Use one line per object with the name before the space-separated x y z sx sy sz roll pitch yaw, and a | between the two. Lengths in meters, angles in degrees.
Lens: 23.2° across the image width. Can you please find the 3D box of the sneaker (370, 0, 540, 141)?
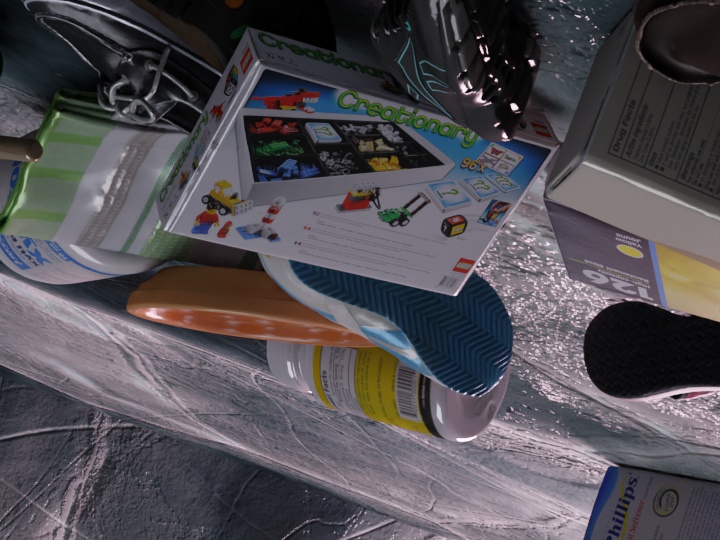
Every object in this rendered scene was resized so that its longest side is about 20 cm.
sneaker | 0.038 -0.120 0.880 0.079 0.075 0.200 20 166 16

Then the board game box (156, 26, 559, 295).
board game box | -0.001 -0.057 1.005 0.200 0.126 0.035 13 -143 -29

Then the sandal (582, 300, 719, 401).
sandal | 0.242 0.063 1.278 0.045 0.075 0.200 18 169 -38

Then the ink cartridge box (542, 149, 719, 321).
ink cartridge box | 0.224 0.001 1.122 0.197 0.047 0.200 16 163 20

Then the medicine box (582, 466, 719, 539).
medicine box | 0.377 0.300 1.892 0.182 0.103 0.200 33 162 -37

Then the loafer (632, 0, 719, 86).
loafer | 0.182 -0.101 0.739 0.073 0.071 0.200 29 165 -26

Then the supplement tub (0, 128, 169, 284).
supplement tub | -0.214 -0.057 1.375 0.132 0.132 0.200 28 164 -22

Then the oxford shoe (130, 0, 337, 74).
oxford shoe | -0.080 -0.153 0.977 0.084 0.073 0.200 33 174 39

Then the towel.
towel | -0.138 -0.054 1.226 0.200 0.031 0.149 8 138 -25

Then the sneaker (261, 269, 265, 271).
sneaker | 0.000 0.000 1.417 0.200 0.074 0.089 14 156 7

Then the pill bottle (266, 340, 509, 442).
pill bottle | 0.022 0.077 1.563 0.200 0.114 0.114 13 163 35

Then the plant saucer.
plant saucer | -0.076 0.027 1.330 0.200 0.038 0.200 7 172 1

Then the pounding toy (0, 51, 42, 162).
pounding toy | -0.322 -0.120 1.212 0.200 0.142 0.184 -3 169 -10

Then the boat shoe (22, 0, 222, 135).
boat shoe | -0.134 -0.124 1.134 0.199 0.068 0.074 29 164 -24

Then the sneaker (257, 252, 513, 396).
sneaker | 0.020 0.016 1.176 0.200 0.077 0.081 35 169 -26

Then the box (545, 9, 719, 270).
box | 0.204 -0.047 0.870 0.200 0.095 0.078 24 167 -3
